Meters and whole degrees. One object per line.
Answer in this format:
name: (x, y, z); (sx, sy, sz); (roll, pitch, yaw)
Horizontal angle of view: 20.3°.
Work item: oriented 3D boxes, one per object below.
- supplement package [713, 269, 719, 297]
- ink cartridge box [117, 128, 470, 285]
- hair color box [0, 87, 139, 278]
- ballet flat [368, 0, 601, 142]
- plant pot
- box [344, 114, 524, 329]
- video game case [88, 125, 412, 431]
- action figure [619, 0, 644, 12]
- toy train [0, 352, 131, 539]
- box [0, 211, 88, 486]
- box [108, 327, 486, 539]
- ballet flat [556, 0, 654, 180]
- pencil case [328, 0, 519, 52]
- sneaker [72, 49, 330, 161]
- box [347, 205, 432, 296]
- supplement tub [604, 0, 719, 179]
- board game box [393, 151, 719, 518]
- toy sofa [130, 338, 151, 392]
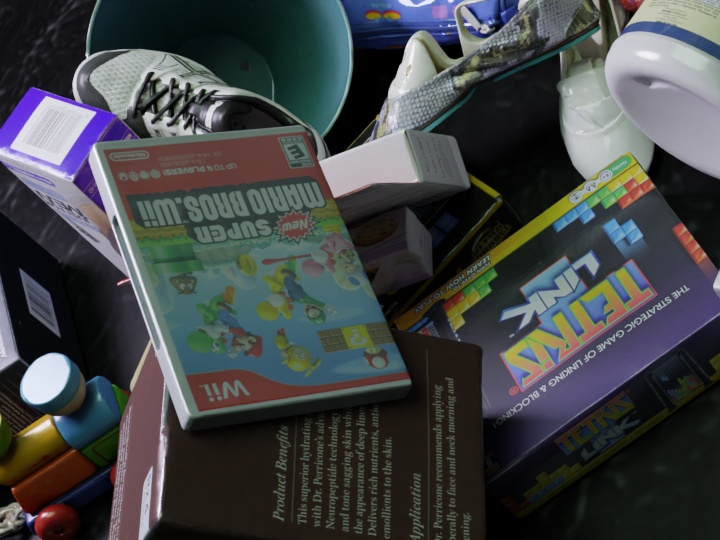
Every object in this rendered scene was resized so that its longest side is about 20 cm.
supplement package: (0.329, 0.009, 1.154); (0.200, 0.117, 0.117); (14, 67, 41)
ink cartridge box: (-0.048, -0.043, 1.367); (0.200, 0.176, 0.045); (-20, 83, 23)
hair color box: (-0.172, -0.046, 1.502); (0.109, 0.200, 0.065); (20, 73, 44)
ballet flat: (0.073, -0.150, 1.418); (0.200, 0.072, 0.072); (-31, 44, 22)
plant pot: (-0.111, -0.154, 1.570); (0.200, 0.200, 0.135); (-52, 0, -9)
box: (0.000, 0.000, 1.453); (0.200, 0.049, 0.160); (-47, 45, -5)
video game case: (-0.067, -0.001, 1.200); (0.200, 0.143, 0.017); (67, 150, 29)
action figure: (0.193, -0.262, 1.463); (0.065, 0.099, 0.200); (-29, 39, 25)
toy train: (-0.254, 0.144, 1.475); (0.200, 0.116, 0.085); (-33, 44, 10)
box: (-0.324, 0.076, 1.588); (0.182, 0.104, 0.200); (-35, 43, 11)
box: (-0.041, 0.135, 1.226); (0.164, 0.200, 0.166); (117, 160, -50)
ballet flat: (0.164, -0.144, 1.432); (0.069, 0.069, 0.200); (-20, 48, 23)
pencil case: (0.060, -0.206, 1.545); (0.200, 0.078, 0.087); (5, 39, 40)
sneaker: (-0.112, -0.116, 1.453); (0.200, 0.088, 0.076); (20, 83, -1)
box: (-0.044, 0.011, 1.412); (0.200, 0.039, 0.041); (-19, 47, 24)
supplement tub: (0.269, -0.171, 1.318); (0.145, 0.145, 0.200); (23, 73, 44)
board game box: (0.140, 0.040, 1.314); (0.200, 0.057, 0.165); (-37, 42, 7)
toy sofa: (-0.090, 0.138, 1.366); (0.083, 0.098, 0.200); (119, 145, -50)
